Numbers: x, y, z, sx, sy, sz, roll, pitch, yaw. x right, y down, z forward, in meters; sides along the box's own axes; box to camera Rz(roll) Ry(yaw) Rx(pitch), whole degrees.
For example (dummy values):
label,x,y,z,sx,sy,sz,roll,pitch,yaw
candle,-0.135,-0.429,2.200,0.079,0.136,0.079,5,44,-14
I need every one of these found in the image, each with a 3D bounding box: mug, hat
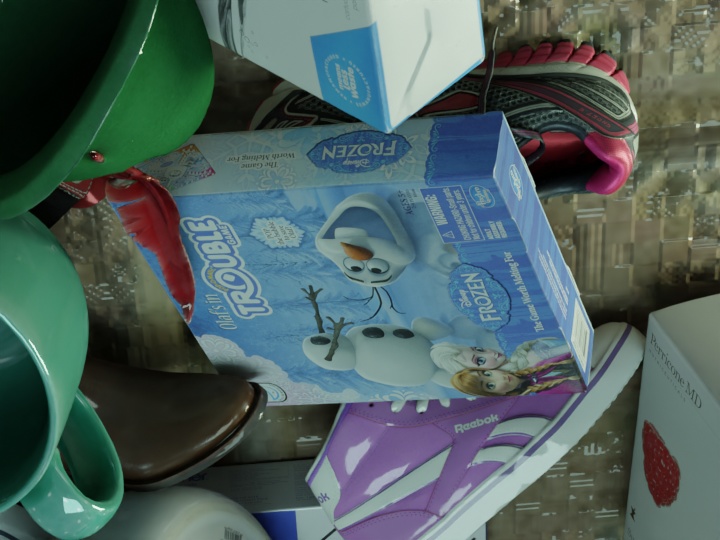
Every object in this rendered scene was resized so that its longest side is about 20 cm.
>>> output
label,x,y,z,sx,sy,sz,roll,pitch,yaw
mug,-0.205,0.044,1.218,0.152,0.114,0.185,-8,121,11
hat,-0.074,-0.070,1.114,0.176,0.200,0.166,25,84,-31

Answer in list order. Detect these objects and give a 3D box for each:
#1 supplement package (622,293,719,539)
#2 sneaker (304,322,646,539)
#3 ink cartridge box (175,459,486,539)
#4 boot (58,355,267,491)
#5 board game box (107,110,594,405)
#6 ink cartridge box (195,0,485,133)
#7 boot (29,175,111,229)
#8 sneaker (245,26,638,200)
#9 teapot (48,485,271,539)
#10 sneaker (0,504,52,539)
label,x,y,z,sx,sy,sz,roll,pitch,yaw
supplement package,0.228,0.118,1.383,0.120,0.121,0.200,-14,132,-17
sneaker,0.057,0.074,1.379,0.200,0.073,0.114,-41,89,0
ink cartridge box,-0.026,0.157,1.458,0.200,0.044,0.094,-4,129,-2
boot,-0.170,0.031,1.304,0.186,0.064,0.200,-14,128,29
board game box,0.000,0.000,1.268,0.199,0.043,0.200,-3,146,19
ink cartridge box,-0.045,-0.156,1.090,0.068,0.200,0.116,-39,141,-28
boot,-0.170,-0.095,1.214,0.144,0.072,0.200,19,134,-21
sneaker,0.040,-0.068,1.253,0.200,0.075,0.081,-8,131,2
teapot,-0.134,0.212,1.358,0.146,0.197,0.200,-8,111,27
sneaker,-0.199,0.185,1.432,0.073,0.071,0.200,-12,139,46
